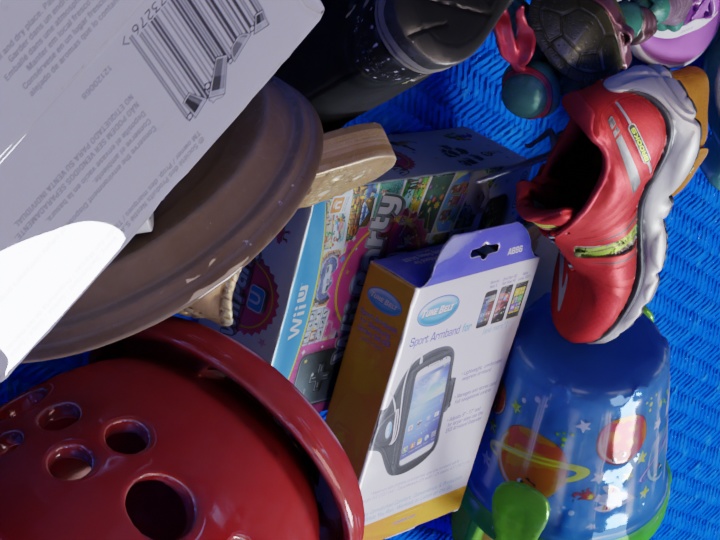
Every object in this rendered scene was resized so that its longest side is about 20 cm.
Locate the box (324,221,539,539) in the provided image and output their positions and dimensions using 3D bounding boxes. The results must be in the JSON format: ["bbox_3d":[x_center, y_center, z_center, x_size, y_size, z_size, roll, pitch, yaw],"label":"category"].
[{"bbox_3d":[0.035,0.060,1.295,0.119,0.041,0.200,-13,125,-50],"label":"box"}]

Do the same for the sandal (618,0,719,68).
[{"bbox_3d":[0.196,-0.180,1.426,0.083,0.050,0.203,-57,147,-4],"label":"sandal"}]

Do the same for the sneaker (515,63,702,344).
[{"bbox_3d":[0.123,-0.035,1.258,0.085,0.077,0.200,-13,138,-21],"label":"sneaker"}]

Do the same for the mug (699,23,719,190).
[{"bbox_3d":[0.304,-0.112,1.530,0.114,0.152,0.185,-18,128,-45],"label":"mug"}]

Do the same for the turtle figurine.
[{"bbox_3d":[0.111,-0.127,1.270,0.150,0.101,0.200,56,48,-16],"label":"turtle figurine"}]

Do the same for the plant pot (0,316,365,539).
[{"bbox_3d":[-0.112,0.132,1.127,0.183,0.200,0.201,-47,146,-30],"label":"plant pot"}]

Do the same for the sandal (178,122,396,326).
[{"bbox_3d":[-0.068,-0.009,1.120,0.211,0.070,0.078,-20,168,-21],"label":"sandal"}]

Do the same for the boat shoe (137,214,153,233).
[{"bbox_3d":[-0.129,-0.077,0.977,0.062,0.200,0.075,-10,132,-3],"label":"boat shoe"}]

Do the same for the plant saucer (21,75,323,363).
[{"bbox_3d":[-0.113,-0.035,0.999,0.200,0.200,0.029,-42,127,-25],"label":"plant saucer"}]

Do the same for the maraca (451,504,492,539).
[{"bbox_3d":[0.135,0.168,1.561,0.200,0.107,0.137,6,117,-55],"label":"maraca"}]

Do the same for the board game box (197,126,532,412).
[{"bbox_3d":[0.000,0.000,1.292,0.200,0.064,0.148,-10,123,-49],"label":"board game box"}]

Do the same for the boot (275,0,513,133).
[{"bbox_3d":[0.026,-0.146,1.166,0.074,0.154,0.204,49,47,-12],"label":"boot"}]

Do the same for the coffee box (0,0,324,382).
[{"bbox_3d":[-0.172,-0.122,0.842,0.200,0.198,0.200,-49,144,-14],"label":"coffee box"}]

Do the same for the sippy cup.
[{"bbox_3d":[0.131,0.088,1.375,0.139,0.178,0.130,-3,132,-12],"label":"sippy cup"}]

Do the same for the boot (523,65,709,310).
[{"bbox_3d":[0.168,-0.037,1.482,0.144,0.071,0.201,-13,128,-53],"label":"boot"}]
